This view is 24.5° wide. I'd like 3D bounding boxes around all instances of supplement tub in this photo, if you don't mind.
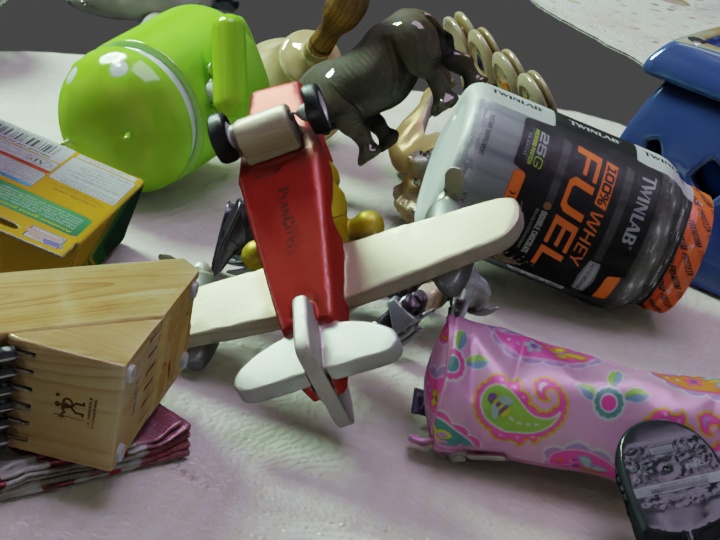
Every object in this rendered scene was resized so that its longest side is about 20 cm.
[{"bbox_3d":[0.150,-0.049,1.225,0.199,0.123,0.123,21,22,-7],"label":"supplement tub"}]

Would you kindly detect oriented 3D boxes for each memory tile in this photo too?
[{"bbox_3d":[0.128,-0.126,1.397,0.017,0.154,0.200,-24,33,-8],"label":"memory tile"}]

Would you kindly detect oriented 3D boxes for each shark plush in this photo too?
[{"bbox_3d":[-0.198,-0.284,1.673,0.083,0.091,0.200,-8,12,39],"label":"shark plush"}]

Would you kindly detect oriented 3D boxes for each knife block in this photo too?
[{"bbox_3d":[-0.194,0.038,0.884,0.175,0.064,0.200,15,23,6],"label":"knife block"}]

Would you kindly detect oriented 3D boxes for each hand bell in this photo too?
[{"bbox_3d":[-0.031,-0.186,1.346,0.104,0.200,0.105,6,69,-16],"label":"hand bell"}]

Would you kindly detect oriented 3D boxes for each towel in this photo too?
[{"bbox_3d":[-0.209,0.076,0.900,0.199,0.023,0.144,-10,31,-42],"label":"towel"}]

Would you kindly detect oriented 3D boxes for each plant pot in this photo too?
[{"bbox_3d":[0.326,-0.094,1.373,0.199,0.181,0.200,26,25,28],"label":"plant pot"}]

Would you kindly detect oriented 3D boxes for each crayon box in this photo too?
[{"bbox_3d":[-0.227,-0.038,1.067,0.125,0.052,0.200,23,17,0],"label":"crayon box"}]

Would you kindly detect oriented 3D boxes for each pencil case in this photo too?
[{"bbox_3d":[0.132,0.087,0.986,0.199,0.088,0.088,12,23,0],"label":"pencil case"}]

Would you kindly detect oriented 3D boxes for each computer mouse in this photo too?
[{"bbox_3d":[0.178,0.159,0.872,0.058,0.034,0.201,-9,44,-1],"label":"computer mouse"}]

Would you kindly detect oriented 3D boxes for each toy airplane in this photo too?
[{"bbox_3d":[-0.026,0.003,1.006,0.199,0.200,0.141,28,-10,23],"label":"toy airplane"}]

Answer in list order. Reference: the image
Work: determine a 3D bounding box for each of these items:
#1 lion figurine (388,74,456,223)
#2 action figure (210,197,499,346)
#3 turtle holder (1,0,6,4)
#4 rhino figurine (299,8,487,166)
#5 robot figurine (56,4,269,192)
[{"bbox_3d":[0.064,-0.095,1.373,0.073,0.122,0.200,50,-2,-16],"label":"lion figurine"},{"bbox_3d":[0.000,0.000,1.133,0.199,0.070,0.130,14,16,-7],"label":"action figure"},{"bbox_3d":[-0.380,-0.260,1.457,0.131,0.185,0.141,-17,69,-48],"label":"turtle holder"},{"bbox_3d":[-0.005,-0.131,1.311,0.088,0.199,0.060,57,18,-2],"label":"rhino figurine"},{"bbox_3d":[-0.149,-0.131,1.267,0.175,0.116,0.200,-7,21,34],"label":"robot figurine"}]
